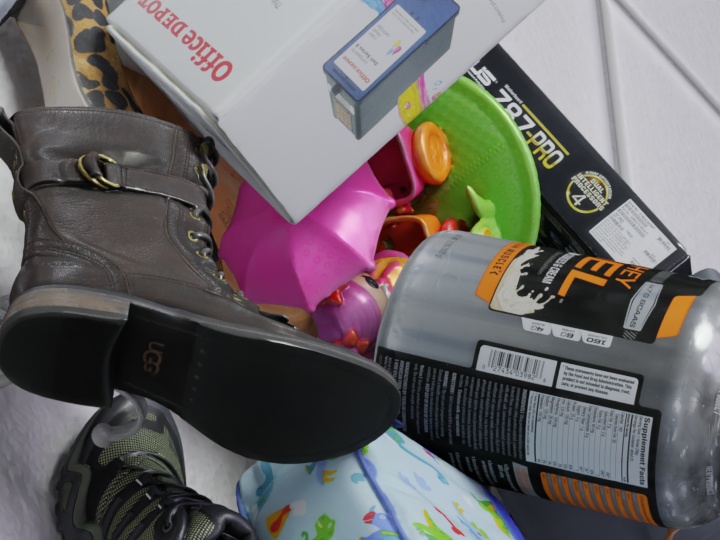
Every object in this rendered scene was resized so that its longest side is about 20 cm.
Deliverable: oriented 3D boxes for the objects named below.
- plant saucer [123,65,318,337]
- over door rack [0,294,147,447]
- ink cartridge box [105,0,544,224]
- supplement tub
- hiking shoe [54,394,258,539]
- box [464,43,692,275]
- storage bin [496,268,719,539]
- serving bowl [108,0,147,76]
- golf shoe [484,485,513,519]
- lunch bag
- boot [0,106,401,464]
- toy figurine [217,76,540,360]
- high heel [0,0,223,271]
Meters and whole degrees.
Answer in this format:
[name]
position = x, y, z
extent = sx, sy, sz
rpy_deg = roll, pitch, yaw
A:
[plant saucer]
position = -0.082, -0.041, 1.442
extent = 0.200, 0.032, 0.201
rpy_deg = 41, 31, -32
[over door rack]
position = -0.174, -0.015, 1.218
extent = 0.200, 0.067, 0.148
rpy_deg = 38, 30, -12
[ink cartridge box]
position = -0.011, -0.140, 1.287
extent = 0.088, 0.200, 0.145
rpy_deg = 53, -7, -37
[supplement tub]
position = 0.116, 0.056, 1.263
extent = 0.122, 0.199, 0.124
rpy_deg = 12, 90, -69
[hiking shoe]
position = -0.082, 0.129, 1.174
extent = 0.076, 0.100, 0.201
rpy_deg = 38, 32, -37
[box]
position = 0.118, -0.036, 1.515
extent = 0.200, 0.049, 0.161
rpy_deg = 49, -9, 23
[storage bin]
position = 0.159, 0.100, 1.365
extent = 0.135, 0.199, 0.146
rpy_deg = 55, 8, -4
[serving bowl]
position = -0.055, -0.170, 1.443
extent = 0.200, 0.198, 0.066
rpy_deg = -70, 165, -59
[golf shoe]
position = 0.056, 0.169, 1.413
extent = 0.201, 0.078, 0.094
rpy_deg = 57, 26, -3
[lunch bag]
position = 0.035, 0.154, 1.179
extent = 0.160, 0.082, 0.200
rpy_deg = 37, 12, -34
[boot]
position = -0.077, -0.007, 1.171
extent = 0.199, 0.070, 0.175
rpy_deg = 16, 37, -14
[toy figurine]
position = 0.000, 0.000, 1.359
extent = 0.184, 0.149, 0.202
rpy_deg = -22, 99, -62
[high heel]
position = -0.122, -0.093, 1.352
extent = 0.200, 0.071, 0.143
rpy_deg = 45, 40, -8
